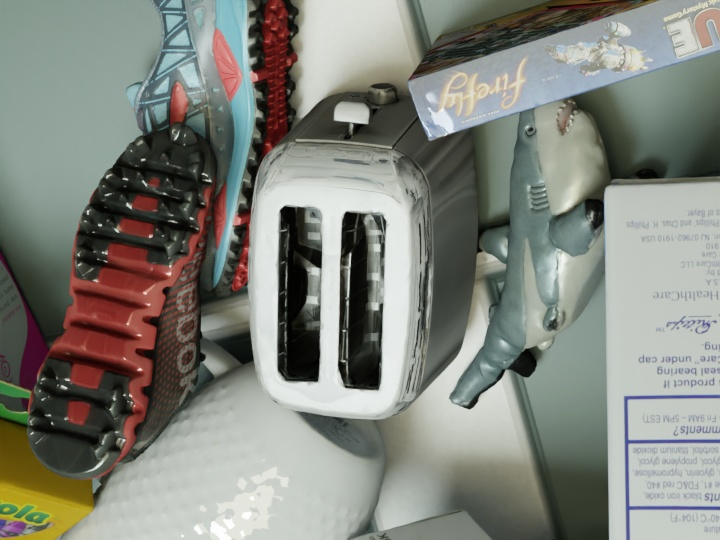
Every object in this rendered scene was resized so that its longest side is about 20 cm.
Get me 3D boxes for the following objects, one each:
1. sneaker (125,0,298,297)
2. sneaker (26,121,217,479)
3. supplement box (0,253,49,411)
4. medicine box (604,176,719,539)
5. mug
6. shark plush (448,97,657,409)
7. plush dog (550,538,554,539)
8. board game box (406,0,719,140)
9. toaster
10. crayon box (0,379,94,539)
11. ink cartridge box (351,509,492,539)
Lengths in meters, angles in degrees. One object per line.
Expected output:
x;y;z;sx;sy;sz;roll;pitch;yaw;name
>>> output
-0.089;-0.087;0.974;0.095;0.079;0.202;9;102;22;sneaker
-0.122;0.019;0.930;0.070;0.098;0.202;15;85;18;sneaker
-0.281;0.008;1.010;0.103;0.101;0.201;-22;101;15;supplement box
0.182;0.075;0.868;0.102;0.182;0.202;-1;73;11;medicine box
-0.089;0.125;0.997;0.200;0.147;0.176;46;107;18;mug
0.102;-0.007;0.979;0.083;0.091;0.201;32;131;19;shark plush
0.140;0.258;0.992;0.171;0.160;0.202;11;116;48;plush dog
0.130;-0.127;0.881;0.198;0.136;0.035;-16;103;14;board game box
0.000;0.000;0.937;0.113;0.129;0.202;7;106;15;toaster
-0.246;0.134;0.974;0.126;0.051;0.200;23;133;-37;crayon box
0.058;0.259;0.933;0.082;0.147;0.202;-13;115;-19;ink cartridge box
